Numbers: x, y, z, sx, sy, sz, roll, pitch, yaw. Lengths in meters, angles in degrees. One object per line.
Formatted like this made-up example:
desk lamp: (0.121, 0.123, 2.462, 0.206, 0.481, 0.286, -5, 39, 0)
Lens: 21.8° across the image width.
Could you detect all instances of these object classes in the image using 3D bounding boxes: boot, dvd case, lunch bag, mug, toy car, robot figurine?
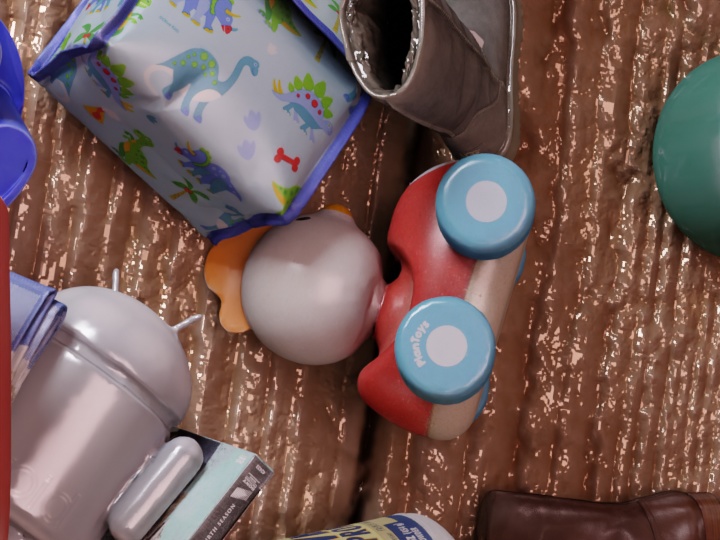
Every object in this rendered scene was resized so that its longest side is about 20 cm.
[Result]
boot: (0.041, -0.161, 1.171, 0.200, 0.072, 0.184, 26, 50, -58)
dvd case: (-0.149, 0.179, 1.104, 0.022, 0.146, 0.201, 46, 72, -25)
lunch bag: (-0.074, -0.147, 1.164, 0.170, 0.127, 0.201, 45, 60, -22)
mug: (0.296, -0.075, 1.335, 0.184, 0.114, 0.153, 29, 77, -22)
toy car: (0.000, 0.000, 1.192, 0.198, 0.184, 0.179, 16, 81, 5)
robot figurine: (-0.176, 0.093, 1.110, 0.169, 0.113, 0.201, 30, 74, 15)
boot: (0.167, 0.243, 1.293, 0.198, 0.064, 0.189, 1, 75, -28)

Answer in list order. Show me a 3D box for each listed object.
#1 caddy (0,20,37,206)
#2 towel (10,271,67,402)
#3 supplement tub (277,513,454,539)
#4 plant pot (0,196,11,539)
caddy: (-0.282, -0.084, 1.073, 0.198, 0.105, 0.143, -24, 120, -18)
towel: (-0.266, 0.080, 1.069, 0.201, 0.146, 0.024, -62, 149, -14)
supplement tub: (-0.034, 0.236, 1.156, 0.198, 0.144, 0.146, -8, 92, -25)
plant pot: (-0.260, 0.040, 0.943, 0.199, 0.200, 0.179, 15, 70, -24)
